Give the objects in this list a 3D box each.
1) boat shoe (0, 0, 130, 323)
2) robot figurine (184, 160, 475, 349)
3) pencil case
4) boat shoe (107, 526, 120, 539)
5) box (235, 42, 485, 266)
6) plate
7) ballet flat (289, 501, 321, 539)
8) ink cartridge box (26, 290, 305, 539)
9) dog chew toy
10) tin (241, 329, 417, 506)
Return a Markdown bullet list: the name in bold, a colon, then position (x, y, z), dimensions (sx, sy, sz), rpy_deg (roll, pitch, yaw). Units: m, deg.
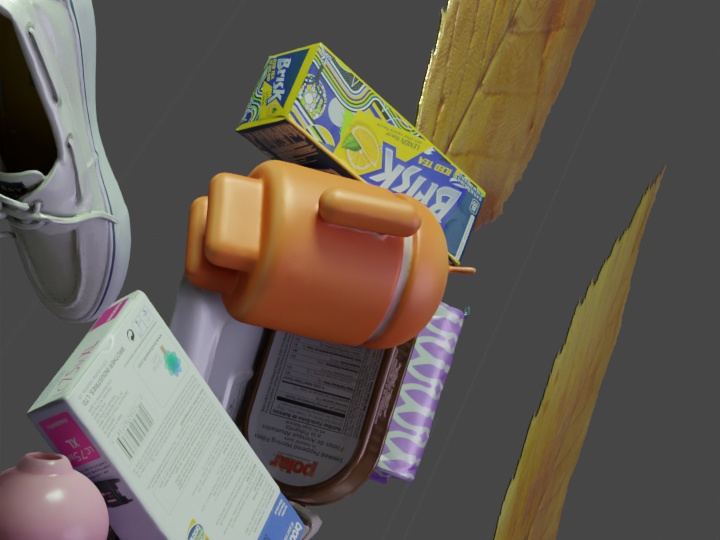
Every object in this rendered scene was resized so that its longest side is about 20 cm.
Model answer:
- **boat shoe**: position (-0.169, -0.051, 0.748), dimensions (0.086, 0.074, 0.205), rpy_deg (-50, 147, -54)
- **robot figurine**: position (-0.023, -0.009, 1.032), dimensions (0.117, 0.197, 0.145), rpy_deg (-118, -134, -58)
- **pencil case**: position (0.045, 0.120, 1.527), dimensions (0.085, 0.083, 0.203), rpy_deg (135, -26, -79)
- **boat shoe**: position (-0.141, 0.179, 0.963), dimensions (0.072, 0.072, 0.202), rpy_deg (40, 44, -31)
- **box**: position (0.005, -0.081, 1.106), dimensions (0.199, 0.064, 0.071), rpy_deg (39, 63, -34)
- **plate**: position (-0.107, 0.100, 1.122), dimensions (0.200, 0.032, 0.203), rpy_deg (8, 97, -72)
- **ballet flat**: position (-0.058, 0.200, 1.295), dimensions (0.067, 0.062, 0.203), rpy_deg (-10, 114, -66)
- **ink cartridge box**: position (-0.116, 0.127, 0.917), dimensions (0.201, 0.042, 0.120), rpy_deg (55, 30, -17)
- **dog chew toy**: position (-0.187, 0.206, 0.835), dimensions (0.124, 0.123, 0.203), rpy_deg (-3, 99, -71)
- **tin**: position (-0.025, 0.079, 1.127), dimensions (0.042, 0.111, 0.203), rpy_deg (37, 67, -60)
